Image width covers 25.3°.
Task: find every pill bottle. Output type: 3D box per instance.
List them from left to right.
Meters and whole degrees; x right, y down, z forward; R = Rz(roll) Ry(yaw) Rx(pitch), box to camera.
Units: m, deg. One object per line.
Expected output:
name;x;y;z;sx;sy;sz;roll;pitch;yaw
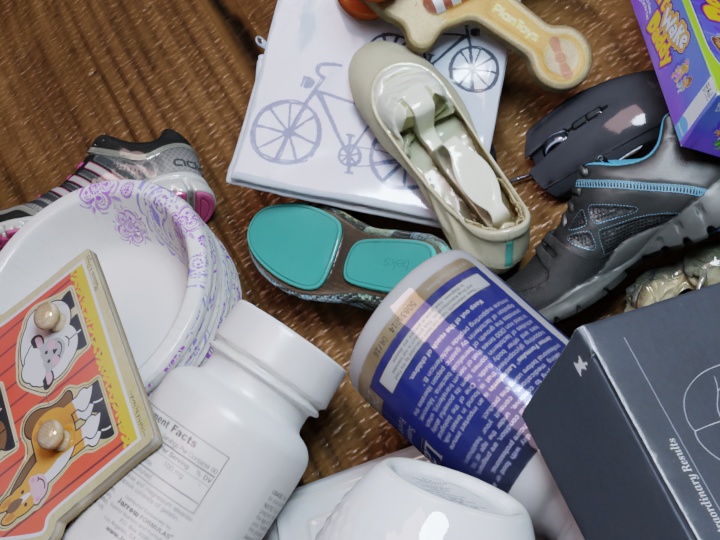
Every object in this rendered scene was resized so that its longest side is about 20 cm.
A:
pill bottle;-0.099;0.127;1.067;0.114;0.114;0.201;28;82;36
pill bottle;0.097;0.090;0.990;0.116;0.116;0.200;-45;67;-7

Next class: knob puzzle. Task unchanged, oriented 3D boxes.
knob puzzle;-0.237;0.102;1.083;0.218;0.030;0.222;-17;58;29

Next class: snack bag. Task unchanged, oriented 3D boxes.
snack bag;0.012;-0.139;1.170;0.186;0.021;0.202;11;76;8

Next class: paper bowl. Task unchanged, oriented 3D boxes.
paper bowl;-0.179;0.043;1.181;0.198;0.105;0.203;-12;55;18

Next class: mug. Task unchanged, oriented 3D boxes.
mug;0.050;0.212;0.916;0.148;0.198;0.177;-138;66;-75

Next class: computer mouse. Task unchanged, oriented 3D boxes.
computer mouse;0.159;-0.071;1.127;0.198;0.046;0.142;-17;54;16

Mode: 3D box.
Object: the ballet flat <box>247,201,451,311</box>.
ballet flat;0.000;0.000;1.144;0.199;0.074;0.075;19;69;45

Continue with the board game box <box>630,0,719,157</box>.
board game box;0.254;-0.148;1.063;0.201;0.133;0.045;-98;30;-43

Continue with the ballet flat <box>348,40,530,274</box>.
ballet flat;0.054;-0.090;1.105;0.069;0.069;0.201;-34;72;1

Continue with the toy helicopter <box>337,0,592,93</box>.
toy helicopter;0.085;-0.203;1.138;0.199;0.079;0.133;36;85;-2

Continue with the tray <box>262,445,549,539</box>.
tray;0.023;0.165;1.057;0.198;0.022;0.108;-21;54;13

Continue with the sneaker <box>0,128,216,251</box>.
sneaker;-0.212;-0.058;1.285;0.198;0.074;0.088;-17;53;10

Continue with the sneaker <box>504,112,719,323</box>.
sneaker;0.156;-0.028;1.058;0.199;0.073;0.082;-33;90;15

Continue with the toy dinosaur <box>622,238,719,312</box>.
toy dinosaur;0.262;-0.001;1.035;0.198;0.048;0.089;-27;45;4

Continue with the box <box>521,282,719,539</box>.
box;0.216;0.092;0.883;0.198;0.107;0.150;-15;64;-24
